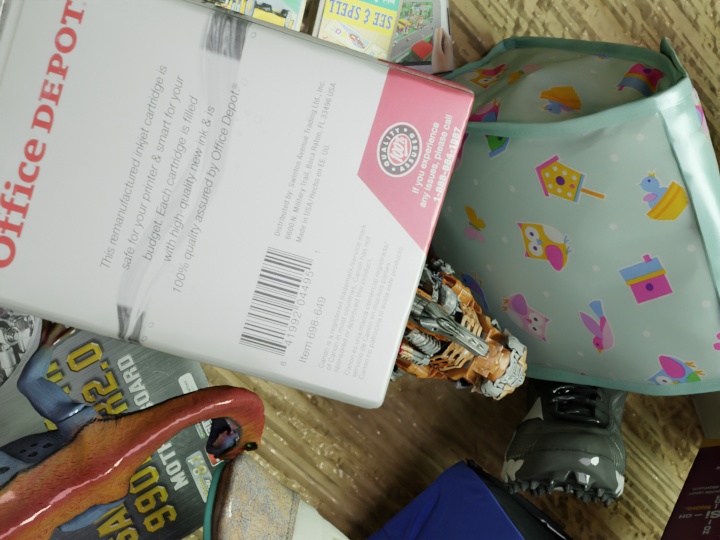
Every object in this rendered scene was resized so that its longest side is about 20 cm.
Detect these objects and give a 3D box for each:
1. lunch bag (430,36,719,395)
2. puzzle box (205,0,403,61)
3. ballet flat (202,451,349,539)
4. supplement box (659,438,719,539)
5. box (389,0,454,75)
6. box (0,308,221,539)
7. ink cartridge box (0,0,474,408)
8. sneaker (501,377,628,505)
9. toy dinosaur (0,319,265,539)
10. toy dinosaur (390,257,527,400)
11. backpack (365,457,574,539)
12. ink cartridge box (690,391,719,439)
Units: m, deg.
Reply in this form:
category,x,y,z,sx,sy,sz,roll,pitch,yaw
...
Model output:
category,x,y,z,sx,sy,sz,roll,pitch,yaw
lunch bag,0.125,-0.029,0.761,0.122,0.200,0.171,-32,113,-26
puzzle box,-0.069,-0.146,0.697,0.199,0.025,0.134,10,96,-29
ballet flat,-0.037,0.149,0.699,0.067,0.200,0.068,8,56,3
supplement box,0.213,0.184,0.776,0.200,0.085,0.111,-44,121,-55
box,-0.048,-0.142,0.744,0.199,0.035,0.111,-13,106,-25
box,-0.160,0.063,0.720,0.158,0.048,0.201,-28,112,-20
ink cartridge box,-0.071,-0.039,0.627,0.199,0.085,0.146,16,94,-12
sneaker,0.118,0.082,0.814,0.066,0.200,0.091,5,85,10
toy dinosaur,-0.131,0.104,0.639,0.181,0.200,0.105,-14,128,9
toy dinosaur,0.000,0.000,0.742,0.102,0.136,0.200,-41,116,-13
backpack,0.088,0.234,0.831,0.168,0.163,0.200,-41,127,8
ink cartridge box,0.319,0.023,0.909,0.200,0.145,0.145,-31,112,-19
